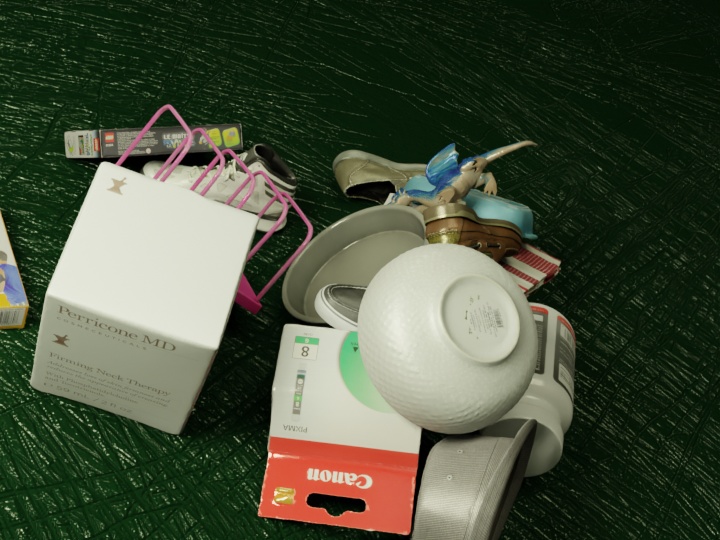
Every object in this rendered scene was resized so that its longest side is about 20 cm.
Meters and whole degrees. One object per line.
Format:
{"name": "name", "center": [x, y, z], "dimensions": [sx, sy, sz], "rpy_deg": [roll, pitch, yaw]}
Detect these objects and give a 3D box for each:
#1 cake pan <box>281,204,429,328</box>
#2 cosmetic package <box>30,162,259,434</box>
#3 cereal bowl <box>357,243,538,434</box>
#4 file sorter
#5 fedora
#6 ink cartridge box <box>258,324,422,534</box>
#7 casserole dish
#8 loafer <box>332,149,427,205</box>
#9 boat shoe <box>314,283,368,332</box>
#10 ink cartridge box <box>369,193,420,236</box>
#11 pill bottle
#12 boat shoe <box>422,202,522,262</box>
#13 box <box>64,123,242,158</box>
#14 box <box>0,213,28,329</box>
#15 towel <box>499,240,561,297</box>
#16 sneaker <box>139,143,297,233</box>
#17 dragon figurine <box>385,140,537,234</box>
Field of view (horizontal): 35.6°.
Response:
{"name": "cake pan", "center": [0.000, 0.000, 1.355], "dimensions": [0.037, 0.200, 0.200], "rpy_deg": [57, 23, -34]}
{"name": "cosmetic package", "center": [-0.219, 0.032, 1.127], "dimensions": [0.167, 0.200, 0.167], "rpy_deg": [19, 54, -8]}
{"name": "cereal bowl", "center": [0.101, 0.060, 1.143], "dimensions": [0.200, 0.083, 0.200], "rpy_deg": [10, 65, -22]}
{"name": "file sorter", "center": [-0.171, -0.074, 1.278], "dimensions": [0.200, 0.125, 0.139], "rpy_deg": [36, 9, -34]}
{"name": "fedora", "center": [0.106, 0.231, 1.147], "dimensions": [0.090, 0.177, 0.200], "rpy_deg": [19, 49, 15]}
{"name": "ink cartridge box", "center": [-0.015, 0.159, 1.155], "dimensions": [0.161, 0.050, 0.200], "rpy_deg": [6, 61, 4]}
{"name": "casserole dish", "center": [0.146, -0.089, 1.491], "dimensions": [0.200, 0.039, 0.121], "rpy_deg": [20, 10, 18]}
{"name": "loafer", "center": [0.055, -0.111, 1.595], "dimensions": [0.200, 0.075, 0.070], "rpy_deg": [11, 52, -12]}
{"name": "boat shoe", "center": [0.052, 0.047, 1.218], "dimensions": [0.200, 0.066, 0.070], "rpy_deg": [21, 37, -4]}
{"name": "ink cartridge box", "center": [0.103, -0.011, 1.496], "dimensions": [0.200, 0.068, 0.115], "rpy_deg": [28, 37, 1]}
{"name": "pill bottle", "center": [0.196, 0.140, 1.337], "dimensions": [0.116, 0.116, 0.200], "rpy_deg": [23, 38, -4]}
{"name": "boat shoe", "center": [0.135, -0.027, 1.348], "dimensions": [0.200, 0.072, 0.068], "rpy_deg": [11, 68, -53]}
{"name": "box", "center": [-0.266, -0.168, 1.445], "dimensions": [0.200, 0.035, 0.110], "rpy_deg": [-8, 10, -36]}
{"name": "box", "center": [-0.443, -0.018, 1.216], "dimensions": [0.119, 0.042, 0.200], "rpy_deg": [-3, 49, -32]}
{"name": "towel", "center": [0.164, -0.011, 1.433], "dimensions": [0.144, 0.023, 0.200], "rpy_deg": [30, 26, 19]}
{"name": "sneaker", "center": [-0.175, -0.129, 1.435], "dimensions": [0.200, 0.115, 0.076], "rpy_deg": [15, 39, -13]}
{"name": "dragon figurine", "center": [0.120, -0.117, 1.404], "dimensions": [0.059, 0.200, 0.099], "rpy_deg": [49, -5, -31]}
